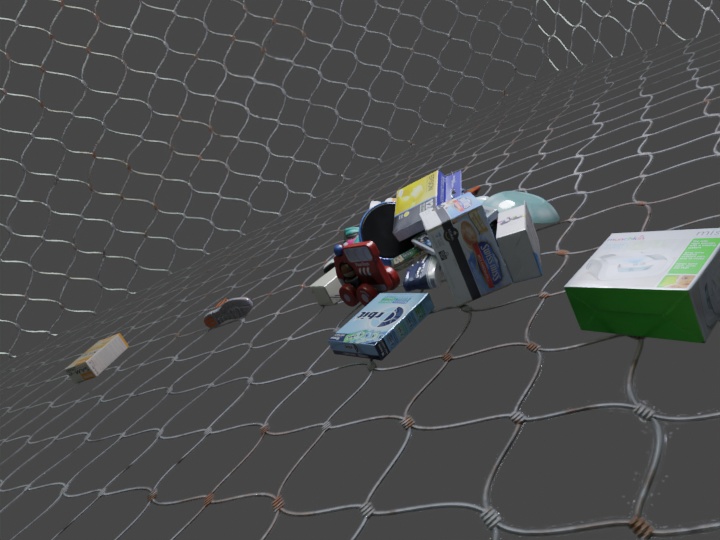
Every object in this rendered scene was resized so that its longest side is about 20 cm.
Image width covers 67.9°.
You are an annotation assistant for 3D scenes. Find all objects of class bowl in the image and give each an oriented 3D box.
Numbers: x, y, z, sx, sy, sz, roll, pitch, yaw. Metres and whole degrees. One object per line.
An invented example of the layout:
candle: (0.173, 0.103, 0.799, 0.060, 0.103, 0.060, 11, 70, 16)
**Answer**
bowl: (0.091, -0.115, 1.608, 0.199, 0.202, 0.039, -27, -18, -2)

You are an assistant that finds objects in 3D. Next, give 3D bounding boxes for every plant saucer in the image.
plant saucer: (0.419, -0.172, 1.387, 0.199, 0.039, 0.201, 6, 23, -2)

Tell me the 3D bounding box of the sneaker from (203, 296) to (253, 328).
sneaker: (-0.452, 0.123, 1.869, 0.199, 0.078, 0.112, -21, 20, 17)

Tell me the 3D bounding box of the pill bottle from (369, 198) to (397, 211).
pill bottle: (0.129, -0.171, 1.701, 0.198, 0.112, 0.111, 6, 25, 9)

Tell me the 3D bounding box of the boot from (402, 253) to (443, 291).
boot: (0.172, -0.016, 1.395, 0.090, 0.073, 0.200, -11, 24, 26)

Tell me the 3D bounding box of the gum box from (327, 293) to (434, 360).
gum box: (0.047, 0.123, 1.232, 0.200, 0.045, 0.169, -40, 22, -33)

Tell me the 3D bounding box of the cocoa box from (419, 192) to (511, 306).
cocoa box: (0.234, -0.050, 1.199, 0.130, 0.201, 0.134, -23, 19, 8)

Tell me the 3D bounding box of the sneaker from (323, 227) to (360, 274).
sneaker: (-0.043, -0.074, 1.747, 0.199, 0.084, 0.121, -30, 45, 20)

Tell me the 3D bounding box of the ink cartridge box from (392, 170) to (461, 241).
ink cartridge box: (0.186, -0.194, 1.501, 0.199, 0.047, 0.199, -27, 34, 30)

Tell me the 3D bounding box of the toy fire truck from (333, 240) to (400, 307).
toy fire truck: (0.000, 0.000, 1.437, 0.112, 0.169, 0.199, -37, 21, -32)

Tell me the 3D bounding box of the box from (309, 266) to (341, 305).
box: (-0.051, 0.023, 1.608, 0.200, 0.069, 0.082, -39, 21, -32)

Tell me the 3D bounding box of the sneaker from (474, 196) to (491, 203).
sneaker: (0.299, -0.162, 1.621, 0.199, 0.080, 0.131, -16, 19, 30)

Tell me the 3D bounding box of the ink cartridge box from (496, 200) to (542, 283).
ink cartridge box: (0.361, -0.070, 1.219, 0.067, 0.116, 0.200, -17, 19, 24)

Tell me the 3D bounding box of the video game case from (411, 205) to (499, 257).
video game case: (0.238, -0.108, 1.376, 0.181, 0.023, 0.200, -39, 21, -4)

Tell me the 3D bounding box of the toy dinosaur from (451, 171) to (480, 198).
toy dinosaur: (0.340, -0.235, 1.836, 0.180, 0.105, 0.201, -14, 55, -4)

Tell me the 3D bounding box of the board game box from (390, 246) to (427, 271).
board game box: (0.178, -0.056, 1.504, 0.199, 0.024, 0.105, -28, -16, 0)

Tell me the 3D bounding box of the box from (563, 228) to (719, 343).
box: (0.469, 0.019, 0.856, 0.176, 0.097, 0.199, -38, 20, -27)

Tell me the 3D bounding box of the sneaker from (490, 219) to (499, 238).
sneaker: (0.349, -0.111, 1.375, 0.071, 0.100, 0.199, -34, 21, -30)

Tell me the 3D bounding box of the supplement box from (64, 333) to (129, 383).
supplement box: (-1.012, 0.336, 2.061, 0.125, 0.074, 0.200, -19, 19, 22)
